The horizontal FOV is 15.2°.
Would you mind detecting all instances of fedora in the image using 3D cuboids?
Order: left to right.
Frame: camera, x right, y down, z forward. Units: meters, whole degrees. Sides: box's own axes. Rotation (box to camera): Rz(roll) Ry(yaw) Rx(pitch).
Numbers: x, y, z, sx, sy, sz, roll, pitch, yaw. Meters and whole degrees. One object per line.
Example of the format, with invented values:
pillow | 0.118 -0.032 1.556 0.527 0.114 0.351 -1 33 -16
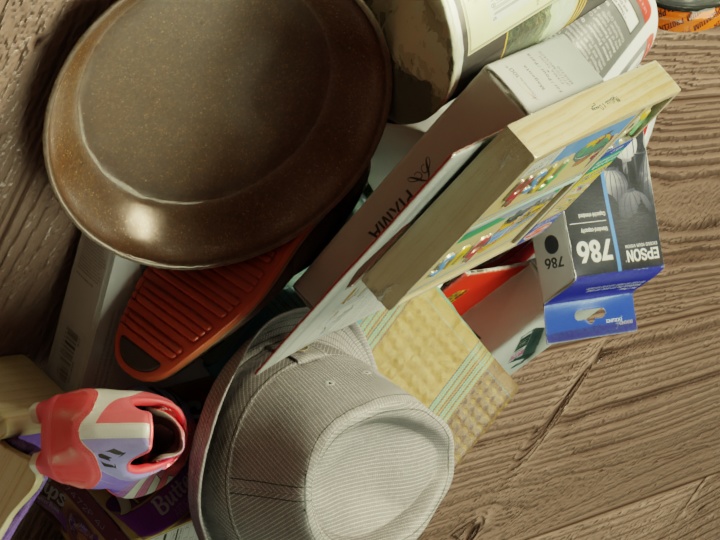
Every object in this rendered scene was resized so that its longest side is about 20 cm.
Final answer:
fedora | -0.010 0.113 1.574 0.200 0.090 0.178 0 96 -54

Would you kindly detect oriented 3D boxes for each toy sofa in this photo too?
toy sofa | -0.230 0.156 1.579 0.083 0.098 0.201 -6 130 -57

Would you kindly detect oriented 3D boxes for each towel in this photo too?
towel | 0.002 0.063 1.677 0.147 0.022 0.200 -50 123 -14

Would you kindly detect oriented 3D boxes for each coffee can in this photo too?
coffee can | 0.068 -0.192 1.541 0.200 0.146 0.147 -33 151 -32

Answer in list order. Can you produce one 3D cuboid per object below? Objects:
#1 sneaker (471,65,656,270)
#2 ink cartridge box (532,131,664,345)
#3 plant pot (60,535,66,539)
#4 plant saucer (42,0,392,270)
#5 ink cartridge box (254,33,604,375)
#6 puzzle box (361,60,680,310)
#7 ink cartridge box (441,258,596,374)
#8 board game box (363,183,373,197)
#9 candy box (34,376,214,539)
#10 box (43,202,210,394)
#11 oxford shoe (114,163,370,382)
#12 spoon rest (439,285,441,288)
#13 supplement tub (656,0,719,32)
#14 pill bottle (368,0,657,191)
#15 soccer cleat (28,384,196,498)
sneaker | 0.131 -0.073 1.916 0.200 0.071 0.112 -51 159 6
ink cartridge box | 0.158 -0.053 1.859 0.099 0.039 0.201 -9 90 -44
plant pot | -0.124 0.207 1.751 0.200 0.200 0.135 -30 133 -38
plant saucer | -0.081 -0.093 1.480 0.199 0.037 0.201 -12 128 -16
ink cartridge box | 0.028 -0.037 1.514 0.200 0.044 0.173 -48 167 34
puzzle box | 0.093 -0.049 1.515 0.133 0.025 0.200 -46 169 32
ink cartridge box | 0.064 0.059 1.921 0.200 0.044 0.173 -38 165 32
board game box | -0.033 -0.045 1.726 0.200 0.023 0.105 -45 153 -11
candy box | -0.103 0.119 1.699 0.199 0.117 0.057 -18 141 -38
box | -0.093 0.000 1.631 0.200 0.036 0.145 -15 132 -45
oxford shoe | -0.061 -0.003 1.574 0.200 0.071 0.073 -46 152 -12
spoon rest | 0.075 -0.055 1.765 0.100 0.060 0.200 100 13 -57
supplement tub | 0.219 -0.257 1.742 0.122 0.122 0.200 -35 153 -31
pill bottle | 0.092 -0.117 1.683 0.200 0.116 0.116 -51 160 -33
soccer cleat | -0.123 0.097 1.541 0.200 0.076 0.067 16 74 -73
